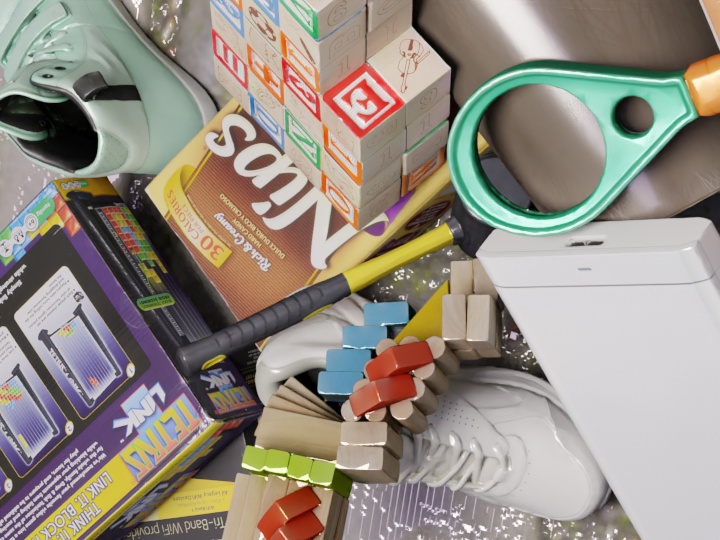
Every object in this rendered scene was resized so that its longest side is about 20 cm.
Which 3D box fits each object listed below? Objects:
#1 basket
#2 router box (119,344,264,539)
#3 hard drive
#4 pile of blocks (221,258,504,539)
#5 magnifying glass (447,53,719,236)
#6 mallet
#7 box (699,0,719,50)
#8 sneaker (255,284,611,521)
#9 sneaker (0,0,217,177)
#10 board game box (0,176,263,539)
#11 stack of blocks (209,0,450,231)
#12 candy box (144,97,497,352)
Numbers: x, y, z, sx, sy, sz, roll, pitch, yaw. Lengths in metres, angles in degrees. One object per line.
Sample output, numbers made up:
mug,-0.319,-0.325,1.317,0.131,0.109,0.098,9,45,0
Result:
basket,0.109,-0.118,1.173,0.180,0.136,0.200,-29,90,-12
router box,-0.128,0.130,1.393,0.200,0.052,0.157,-10,93,31
hard drive,0.152,0.061,1.161,0.132,0.027,0.200,-2,129,45
pile of blocks,-0.005,0.065,1.177,0.082,0.062,0.200,35,86,17
magnifying glass,0.131,-0.073,1.094,0.200,0.022,0.080,-20,99,22
mallet,0.000,0.000,1.224,0.041,0.200,0.066,61,162,16
box,0.245,-0.134,1.107,0.152,0.106,0.200,-26,84,31
sneaker,0.031,0.087,1.249,0.200,0.099,0.078,23,121,6
sneaker,-0.181,-0.123,1.351,0.200,0.118,0.074,39,116,22
board game box,-0.173,0.072,1.348,0.200,0.057,0.165,-41,76,26
stack of blocks,-0.015,-0.112,1.151,0.059,0.200,0.115,-38,73,-14
candy box,-0.011,-0.062,1.296,0.200,0.056,0.117,-44,76,29
